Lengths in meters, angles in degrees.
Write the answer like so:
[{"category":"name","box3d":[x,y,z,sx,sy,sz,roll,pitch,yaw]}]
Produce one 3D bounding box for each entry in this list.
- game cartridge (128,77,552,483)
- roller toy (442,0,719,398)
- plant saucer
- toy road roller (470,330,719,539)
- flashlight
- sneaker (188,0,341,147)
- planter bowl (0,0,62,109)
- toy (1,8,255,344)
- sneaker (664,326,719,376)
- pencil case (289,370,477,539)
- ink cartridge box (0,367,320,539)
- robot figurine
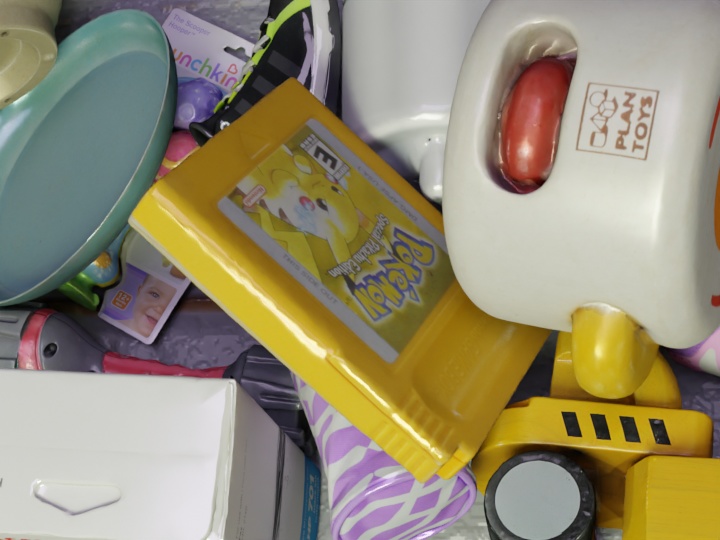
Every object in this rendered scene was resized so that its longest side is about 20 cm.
[{"category":"game cartridge","box3d":[0.000,0.000,0.893,0.200,0.176,0.032,40,122,0]},{"category":"roller toy","box3d":[0.133,-0.056,0.879,0.139,0.183,0.200,10,40,25]},{"category":"plant saucer","box3d":[-0.173,-0.064,1.045,0.200,0.027,0.201,-30,43,32]},{"category":"toy road roller","box3d":[0.157,0.107,0.920,0.199,0.123,0.147,4,60,13]},{"category":"flashlight","box3d":[-0.122,0.059,1.017,0.199,0.068,0.068,5,73,14]},{"category":"sneaker","box3d":[-0.058,-0.095,1.032,0.082,0.072,0.201,4,76,-12]},{"category":"planter bowl","box3d":[-0.262,-0.169,1.064,0.200,0.200,0.135,-25,75,1]},{"category":"toy","box3d":[-0.125,-0.068,1.074,0.115,0.047,0.200,27,78,17]},{"category":"sneaker","box3d":[0.216,-0.025,0.983,0.088,0.080,0.201,1,63,37]},{"category":"pencil case","box3d":[-0.007,0.054,0.932,0.085,0.084,0.200,-31,51,11]},{"category":"ink cartridge box","box3d":[-0.112,0.118,0.921,0.146,0.200,0.086,2,71,11]},{"category":"robot figurine","box3d":[0.045,-0.121,1.025,0.169,0.113,0.201,-17,65,40]}]
